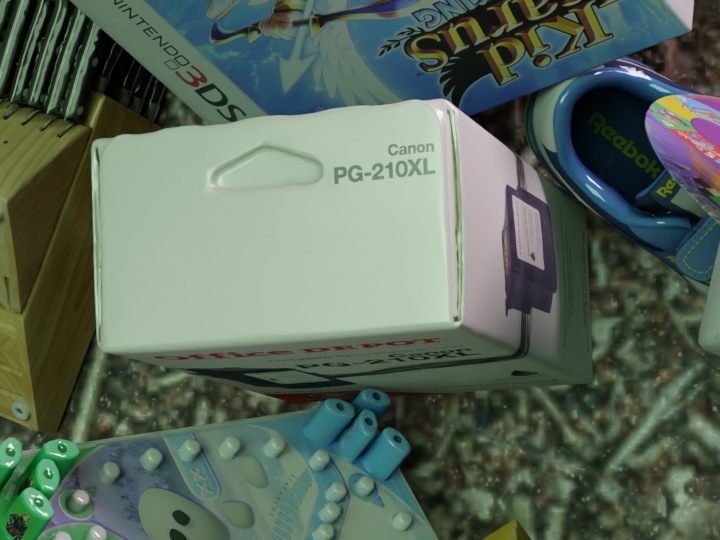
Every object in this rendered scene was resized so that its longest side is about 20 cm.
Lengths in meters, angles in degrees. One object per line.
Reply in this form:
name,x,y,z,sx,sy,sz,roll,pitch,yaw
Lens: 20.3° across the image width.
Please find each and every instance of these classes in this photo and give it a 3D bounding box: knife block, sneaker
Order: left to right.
knife block,-0.135,-0.050,0.943,0.064,0.176,0.201,20,133,22
sneaker,0.150,-0.021,0.807,0.199,0.082,0.074,30,93,8

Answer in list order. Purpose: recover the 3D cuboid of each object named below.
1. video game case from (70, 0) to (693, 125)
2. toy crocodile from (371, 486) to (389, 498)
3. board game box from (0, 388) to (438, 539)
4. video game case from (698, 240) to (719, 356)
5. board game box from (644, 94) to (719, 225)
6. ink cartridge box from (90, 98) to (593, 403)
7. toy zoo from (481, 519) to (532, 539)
video game case,-0.004,-0.123,0.757,0.199,0.181,0.046,-19,48,31
toy crocodile,0.047,0.172,0.827,0.062,0.067,0.200,-45,69,7
board game box,-0.023,0.136,0.739,0.026,0.199,0.201,-50,59,37
video game case,0.220,-0.033,0.648,0.199,0.023,0.183,17,76,-8
board game box,0.196,-0.024,0.707,0.199,0.158,0.039,25,114,-8
ink cartridge box,0.000,0.000,0.801,0.144,0.200,0.085,-5,79,19
toy zoo,0.089,0.171,0.751,0.020,0.200,0.132,-33,100,8
